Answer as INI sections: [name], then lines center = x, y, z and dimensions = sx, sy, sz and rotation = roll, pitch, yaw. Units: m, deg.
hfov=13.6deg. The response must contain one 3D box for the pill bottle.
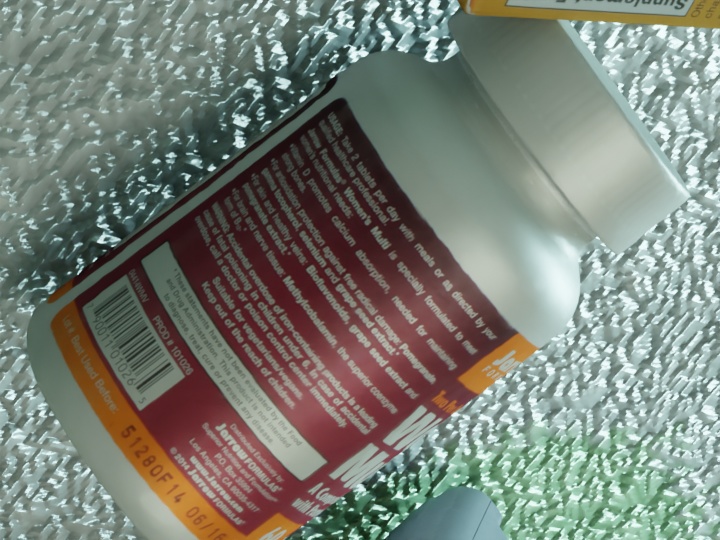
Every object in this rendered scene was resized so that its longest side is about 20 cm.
[pill bottle]
center = 0.000, 0.000, 0.965
dimensions = 0.200, 0.110, 0.110
rotation = -37, 141, 8

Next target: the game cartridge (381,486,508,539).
[game cartridge]
center = -0.031, 0.163, 1.117
dimensions = 0.200, 0.042, 0.133
rotation = -42, 177, 12

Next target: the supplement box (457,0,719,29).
[supplement box]
center = 0.111, -0.119, 0.945
dimensions = 0.199, 0.067, 0.069
rotation = 2, 134, -33
